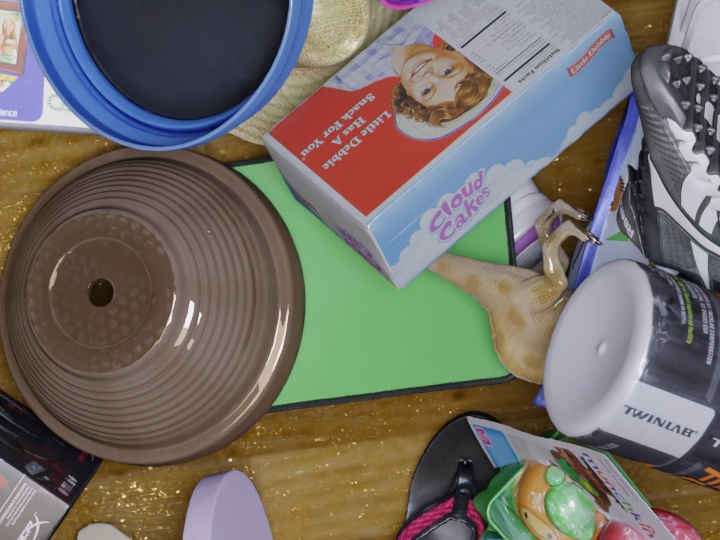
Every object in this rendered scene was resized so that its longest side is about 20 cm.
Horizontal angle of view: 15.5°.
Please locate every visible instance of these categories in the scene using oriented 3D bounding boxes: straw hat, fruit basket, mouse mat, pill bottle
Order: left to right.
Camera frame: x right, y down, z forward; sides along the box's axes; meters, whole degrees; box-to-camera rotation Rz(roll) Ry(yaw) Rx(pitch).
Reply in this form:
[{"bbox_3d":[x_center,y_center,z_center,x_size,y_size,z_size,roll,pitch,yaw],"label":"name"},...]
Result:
[{"bbox_3d":[-0.035,-0.167,1.591,0.200,0.085,0.202,-2,99,-12],"label":"straw hat"},{"bbox_3d":[0.000,0.000,1.619,0.199,0.008,0.162,-8,80,19],"label":"mouse mat"},{"bbox_3d":[0.150,0.170,1.582,0.094,0.200,0.185,-42,107,-9],"label":"fruit basket"},{"bbox_3d":[0.211,0.073,1.490,0.199,0.106,0.107,21,99,-24],"label":"pill bottle"}]

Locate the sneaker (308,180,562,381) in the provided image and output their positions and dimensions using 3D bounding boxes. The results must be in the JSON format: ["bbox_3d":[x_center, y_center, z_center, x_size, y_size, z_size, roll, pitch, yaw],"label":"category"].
[{"bbox_3d":[0.031,0.000,1.652,0.200,0.075,0.100,-40,70,10],"label":"sneaker"}]

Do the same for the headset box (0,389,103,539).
[{"bbox_3d":[-0.269,0.104,1.633,0.200,0.149,0.075,35,97,-1],"label":"headset box"}]

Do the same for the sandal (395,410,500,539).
[{"bbox_3d":[0.050,0.187,1.677,0.075,0.045,0.201,23,98,0],"label":"sandal"}]

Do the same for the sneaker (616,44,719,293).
[{"bbox_3d":[0.178,-0.046,1.476,0.090,0.067,0.200,-12,139,25],"label":"sneaker"}]

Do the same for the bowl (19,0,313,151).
[{"bbox_3d":[-0.114,-0.173,1.560,0.200,0.039,0.201,5,99,31],"label":"bowl"}]

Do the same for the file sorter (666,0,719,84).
[{"bbox_3d":[0.257,-0.150,1.532,0.138,0.125,0.201,15,60,2],"label":"file sorter"}]

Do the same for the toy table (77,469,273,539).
[{"bbox_3d":[-0.120,0.229,1.640,0.117,0.200,0.184,-15,130,15],"label":"toy table"}]

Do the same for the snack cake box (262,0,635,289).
[{"bbox_3d":[0.056,-0.096,1.571,0.200,0.067,0.115,-40,50,-10],"label":"snack cake box"}]

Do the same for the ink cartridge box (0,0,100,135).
[{"bbox_3d":[-0.190,-0.186,1.644,0.197,0.047,0.201,4,95,3],"label":"ink cartridge box"}]

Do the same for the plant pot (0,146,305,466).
[{"bbox_3d":[-0.142,0.018,1.612,0.200,0.093,0.202,-2,83,19],"label":"plant pot"}]

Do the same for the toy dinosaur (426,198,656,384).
[{"bbox_3d":[0.105,0.013,1.543,0.200,0.058,0.101,32,105,10],"label":"toy dinosaur"}]

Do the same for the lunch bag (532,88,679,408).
[{"bbox_3d":[0.214,0.003,1.606,0.169,0.124,0.201,16,105,3],"label":"lunch bag"}]

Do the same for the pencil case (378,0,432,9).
[{"bbox_3d":[0.004,-0.253,1.561,0.088,0.088,0.200,-27,67,7],"label":"pencil case"}]
